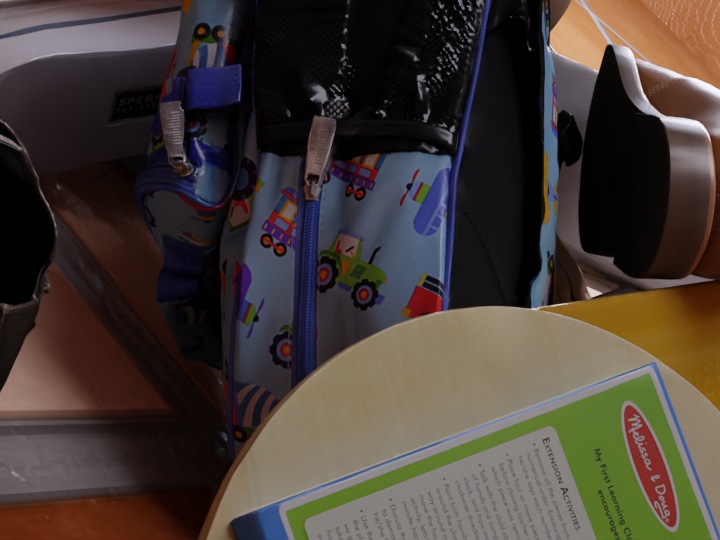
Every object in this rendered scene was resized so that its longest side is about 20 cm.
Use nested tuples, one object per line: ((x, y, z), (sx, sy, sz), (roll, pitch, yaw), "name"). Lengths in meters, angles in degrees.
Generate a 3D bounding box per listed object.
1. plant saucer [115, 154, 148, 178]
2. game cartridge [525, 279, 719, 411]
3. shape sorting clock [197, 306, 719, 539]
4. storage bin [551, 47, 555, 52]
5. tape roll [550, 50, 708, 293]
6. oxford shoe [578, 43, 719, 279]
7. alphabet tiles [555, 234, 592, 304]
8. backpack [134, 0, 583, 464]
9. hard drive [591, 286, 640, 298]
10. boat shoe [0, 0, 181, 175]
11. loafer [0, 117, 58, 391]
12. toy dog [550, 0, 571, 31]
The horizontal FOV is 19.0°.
((-0.079, -0.071, 0.940), (0.200, 0.027, 0.200), (39, 17, -14), "plant saucer")
((0.103, 0.105, 0.663), (0.176, 0.032, 0.201), (-7, 87, -54), "game cartridge")
((0.044, 0.108, 0.556), (0.200, 0.200, 0.039), (40, -26, -10), "shape sorting clock")
((0.021, -0.137, 1.236), (0.200, 0.094, 0.199), (27, 22, -47), "storage bin")
((0.079, -0.046, 0.947), (0.202, 0.071, 0.202), (25, -1, 0), "tape roll")
((0.117, -0.033, 0.752), (0.071, 0.072, 0.200), (5, 16, -6), "oxford shoe")
((0.103, 0.082, 0.828), (0.196, 0.015, 0.200), (-118, -173, -51), "alphabet tiles")
((0.000, 0.000, 0.710), (0.134, 0.201, 0.183), (4, -20, 8), "backpack")
((0.150, 0.093, 0.928), (0.200, 0.042, 0.135), (54, -4, 2), "hard drive")
((-0.079, -0.083, 0.814), (0.200, 0.074, 0.065), (-5, 39, -46), "boat shoe")
((-0.112, -0.008, 0.608), (0.073, 0.071, 0.200), (37, 17, -21), "loafer")
((0.060, -0.170, 0.837), (0.200, 0.139, 0.195), (152, -68, -71), "toy dog")
